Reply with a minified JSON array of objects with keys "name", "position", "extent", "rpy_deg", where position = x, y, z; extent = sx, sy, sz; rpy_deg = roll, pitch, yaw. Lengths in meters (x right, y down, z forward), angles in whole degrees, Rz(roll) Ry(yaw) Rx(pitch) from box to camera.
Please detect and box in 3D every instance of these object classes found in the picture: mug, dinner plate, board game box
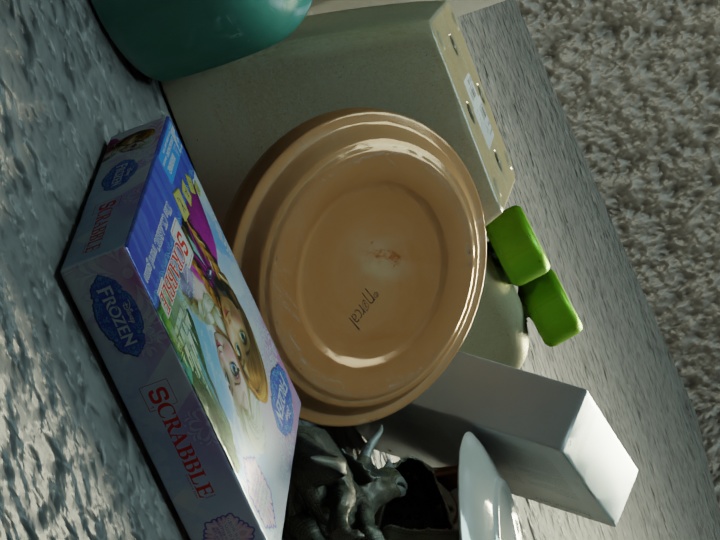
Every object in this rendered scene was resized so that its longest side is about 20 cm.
[{"name":"mug","position":[-0.092,-0.217,1.630],"extent":[0.152,0.114,0.186],"rpy_deg":[55,29,-37]},{"name":"dinner plate","position":[0.091,0.204,1.694],"extent":[0.200,0.024,0.202],"rpy_deg":[-8,90,-82]},{"name":"board game box","position":[-0.094,0.040,1.443],"extent":[0.200,0.041,0.200],"rpy_deg":[-84,152,-66]}]

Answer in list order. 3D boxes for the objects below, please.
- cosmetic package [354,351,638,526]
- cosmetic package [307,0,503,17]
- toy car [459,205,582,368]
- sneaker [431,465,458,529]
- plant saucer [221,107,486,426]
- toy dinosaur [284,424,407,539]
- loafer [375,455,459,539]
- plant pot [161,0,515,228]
[{"name":"cosmetic package","position":[0.078,0.104,1.798],"extent":[0.052,0.199,0.151],"rpy_deg":[-65,153,-18]},{"name":"cosmetic package","position":[0.002,-0.226,1.969],"extent":[0.107,0.199,0.091],"rpy_deg":[45,27,-66]},{"name":"toy car","position":[0.048,-0.014,1.963],"extent":[0.158,0.164,0.201],"rpy_deg":[58,7,-47]},{"name":"sneaker","position":[0.045,0.187,1.756],"extent":[0.200,0.084,0.073],"rpy_deg":[-85,155,-62]},{"name":"plant saucer","position":[0.000,0.000,1.624],"extent":[0.032,0.200,0.201],"rpy_deg":[19,-39,54]},{"name":"toy dinosaur","position":[-0.025,0.135,1.574],"extent":[0.103,0.077,0.200],"rpy_deg":[63,9,24]},{"name":"loafer","position":[0.029,0.193,1.642],"extent":[0.201,0.075,0.070],"rpy_deg":[-102,-159,-51]},{"name":"plant pot","position":[-0.002,-0.084,1.760],"extent":[0.200,0.176,0.201],"rpy_deg":[-59,127,-76]}]
